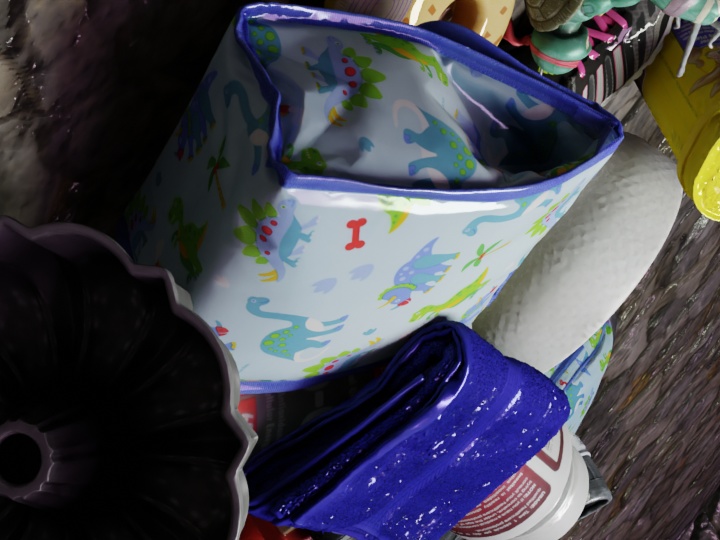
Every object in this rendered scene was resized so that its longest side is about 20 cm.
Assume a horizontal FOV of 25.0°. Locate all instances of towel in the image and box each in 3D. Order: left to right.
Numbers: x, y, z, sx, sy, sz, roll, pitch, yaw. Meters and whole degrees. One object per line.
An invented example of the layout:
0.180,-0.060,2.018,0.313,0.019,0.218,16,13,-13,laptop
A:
0.034,0.100,0.879,0.147,0.050,0.200,-37,157,11,towel

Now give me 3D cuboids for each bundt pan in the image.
-0.135,0.079,0.704,0.202,0.202,0.076,-53,170,6,bundt pan

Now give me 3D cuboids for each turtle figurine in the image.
0.139,-0.181,0.917,0.100,0.150,0.201,-10,125,-39,turtle figurine

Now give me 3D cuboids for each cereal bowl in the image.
0.128,-0.022,1.143,0.200,0.083,0.200,-48,-166,17,cereal bowl

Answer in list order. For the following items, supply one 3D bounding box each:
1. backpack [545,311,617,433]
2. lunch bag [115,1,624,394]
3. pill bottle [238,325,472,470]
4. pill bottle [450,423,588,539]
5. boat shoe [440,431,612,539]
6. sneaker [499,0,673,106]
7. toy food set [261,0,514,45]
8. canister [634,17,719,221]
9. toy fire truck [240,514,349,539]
0.120,0.099,1.305,0.199,0.154,0.164,-21,147,-40,backpack
0.005,-0.029,0.783,0.199,0.128,0.170,5,144,-28,lunch bag
-0.040,0.049,0.894,0.199,0.114,0.114,-14,139,-39,pill bottle
0.067,0.109,1.067,0.113,0.113,0.200,-50,134,-2,pill bottle
0.089,0.197,1.182,0.199,0.068,0.072,-30,158,-4,boat shoe
0.132,-0.134,1.042,0.200,0.074,0.087,-53,165,16,sneaker
0.022,-0.155,0.830,0.198,0.049,0.201,-32,152,-39,toy food set
0.259,-0.122,1.091,0.148,0.201,0.087,7,128,-19,canister
-0.020,0.176,1.203,0.176,0.129,0.200,-23,165,-41,toy fire truck
